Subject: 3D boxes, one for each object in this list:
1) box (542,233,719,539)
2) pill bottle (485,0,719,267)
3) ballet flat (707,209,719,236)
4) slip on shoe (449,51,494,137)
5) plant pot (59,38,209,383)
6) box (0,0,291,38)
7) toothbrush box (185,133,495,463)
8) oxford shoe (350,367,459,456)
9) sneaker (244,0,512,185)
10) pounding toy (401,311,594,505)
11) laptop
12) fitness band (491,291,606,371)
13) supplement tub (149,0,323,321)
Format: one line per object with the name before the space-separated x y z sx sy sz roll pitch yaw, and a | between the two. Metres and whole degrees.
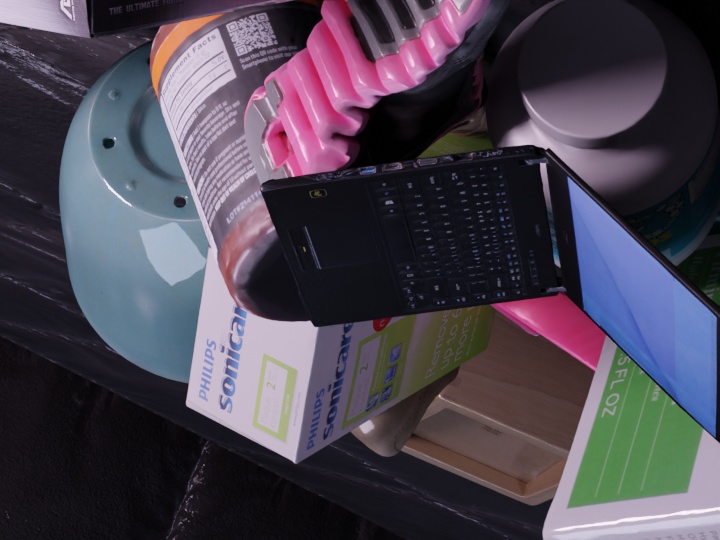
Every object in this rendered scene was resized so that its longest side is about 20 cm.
box | 0.232 0.109 1.410 0.171 0.199 0.200 -11 133 36
pill bottle | 0.120 -0.068 1.316 0.111 0.111 0.200 19 169 14
ballet flat | 0.157 -0.046 1.501 0.200 0.062 0.067 1 154 45
slip on shoe | 0.038 -0.100 1.461 0.076 0.061 0.200 21 170 7
plant pot | -0.091 -0.053 1.634 0.200 0.201 0.161 20 158 12
box | -0.102 -0.152 1.244 0.158 0.048 0.200 15 -159 42
toothbrush box | 0.000 0.000 1.545 0.086 0.146 0.200 27 -149 28
oxford shoe | 0.039 0.027 1.712 0.070 0.200 0.075 9 145 40
sneaker | 0.026 -0.096 1.233 0.095 0.079 0.200 -3 155 -33
pounding toy | 0.099 0.080 2.133 0.184 0.142 0.200 24 159 -14
laptop | 0.067 0.023 1.259 0.200 0.103 0.177 -8 157 4
fitness band | 0.135 0.042 1.564 0.144 0.037 0.200 37 -178 27
supplement tub | -0.045 -0.079 1.388 0.107 0.200 0.107 -14 146 -10
